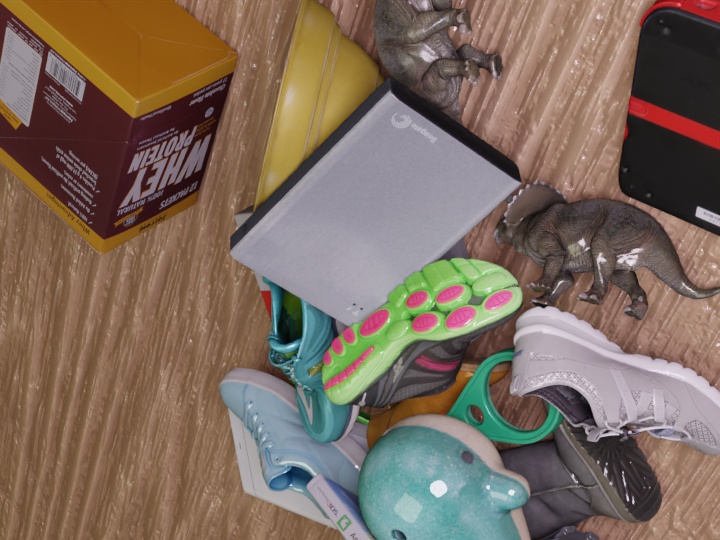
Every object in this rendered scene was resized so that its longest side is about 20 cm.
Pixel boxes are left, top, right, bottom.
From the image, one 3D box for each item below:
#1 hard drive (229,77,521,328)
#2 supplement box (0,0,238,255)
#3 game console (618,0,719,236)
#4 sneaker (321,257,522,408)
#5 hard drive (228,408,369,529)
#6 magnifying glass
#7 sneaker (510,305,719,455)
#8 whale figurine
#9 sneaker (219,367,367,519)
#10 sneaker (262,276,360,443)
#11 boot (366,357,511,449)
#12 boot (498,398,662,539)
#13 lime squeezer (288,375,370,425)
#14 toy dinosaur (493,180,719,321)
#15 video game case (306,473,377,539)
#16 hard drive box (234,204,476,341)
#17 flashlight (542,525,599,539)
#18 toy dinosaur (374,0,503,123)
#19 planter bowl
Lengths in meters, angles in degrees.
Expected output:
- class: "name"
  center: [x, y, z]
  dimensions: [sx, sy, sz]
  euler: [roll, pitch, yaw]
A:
- class: "hard drive"
  center: [0.011, -0.049, 1.249]
  dimensions: [0.140, 0.033, 0.200]
  euler: [32, 121, -27]
- class: "supplement box"
  center: [-0.250, -0.166, 1.498]
  dimensions: [0.197, 0.133, 0.200]
  euler: [41, 136, 18]
- class: "game console"
  center: [0.281, -0.097, 1.115]
  dimensions: [0.200, 0.031, 0.177]
  euler: [27, 135, 30]
- class: "sneaker"
  center: [0.057, 0.054, 1.285]
  dimensions: [0.200, 0.084, 0.077]
  euler: [-31, 50, 33]
- class: "hard drive"
  center: [-0.052, 0.200, 1.614]
  dimensions: [0.200, 0.027, 0.132]
  euler: [14, 123, 38]
- class: "magnifying glass"
  center: [0.094, 0.123, 1.319]
  dimensions: [0.200, 0.022, 0.080]
  euler: [-29, 88, 39]
- class: "sneaker"
  center: [0.203, 0.107, 1.230]
  dimensions: [0.200, 0.082, 0.075]
  euler: [24, 153, -5]
- class: "whale figurine"
  center: [0.081, 0.217, 1.299]
  dimensions: [0.200, 0.104, 0.159]
  euler: [50, 136, -4]
- class: "sneaker"
  center: [-0.078, 0.170, 1.534]
  dimensions: [0.200, 0.082, 0.074]
  euler: [32, 142, 27]
- class: "sneaker"
  center: [-0.051, 0.068, 1.376]
  dimensions: [0.077, 0.080, 0.200]
  euler: [13, 123, 38]
- class: "boot"
  center: [0.073, 0.153, 1.398]
  dimensions: [0.201, 0.071, 0.144]
  euler: [-14, 78, 57]
- class: "boot"
  center: [0.151, 0.161, 1.375]
  dimensions: [0.200, 0.073, 0.182]
  euler: [-15, 101, 54]
- class: "lime squeezer"
  center: [-0.027, 0.106, 1.536]
  dimensions: [0.071, 0.038, 0.200]
  euler: [-41, 81, 17]
- class: "toy dinosaur"
  center: [0.182, -0.020, 1.211]
  dimensions: [0.200, 0.102, 0.077]
  euler: [6, 162, 26]
- class: "video game case"
  center: [0.051, 0.273, 1.377]
  dimensions: [0.182, 0.022, 0.200]
  euler: [48, -176, 38]
- class: "hard drive box"
  center: [0.000, 0.000, 1.404]
  dimensions: [0.200, 0.077, 0.156]
  euler: [-5, 110, 45]
- class: "flashlight"
  center: [0.160, 0.285, 1.412]
  dimensions: [0.068, 0.068, 0.200]
  euler: [52, 147, 8]
- class: "toy dinosaur"
  center: [0.048, -0.183, 1.234]
  dimensions: [0.102, 0.077, 0.200]
  euler: [-9, 112, 32]
- class: "planter bowl"
  center: [-0.029, -0.129, 1.311]
  dimensions: [0.083, 0.200, 0.200]
  euler: [13, 130, -2]
